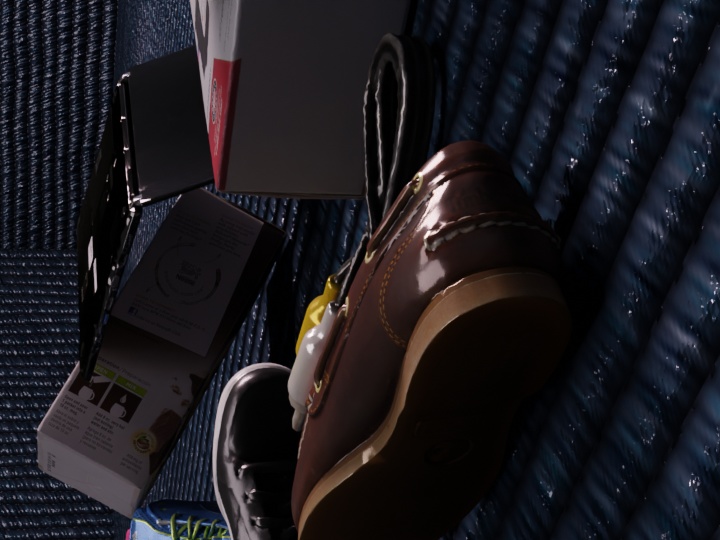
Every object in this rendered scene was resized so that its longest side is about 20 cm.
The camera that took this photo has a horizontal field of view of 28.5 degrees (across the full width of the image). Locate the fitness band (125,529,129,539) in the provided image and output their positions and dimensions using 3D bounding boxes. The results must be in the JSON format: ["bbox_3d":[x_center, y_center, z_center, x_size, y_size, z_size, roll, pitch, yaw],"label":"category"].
[{"bbox_3d":[-0.317,0.453,2.038,0.201,0.037,0.144,106,160,-52],"label":"fitness band"}]

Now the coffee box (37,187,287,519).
[{"bbox_3d":[-0.136,0.055,0.967,0.201,0.079,0.113,-62,1,-22],"label":"coffee box"}]

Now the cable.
[{"bbox_3d":[0.000,0.000,0.628,0.097,0.050,0.201,-111,23,-56],"label":"cable"}]

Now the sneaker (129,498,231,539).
[{"bbox_3d":[-0.094,0.188,0.914,0.200,0.104,0.076,170,99,-78],"label":"sneaker"}]

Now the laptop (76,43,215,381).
[{"bbox_3d":[-0.109,-0.053,0.906,0.178,0.103,0.201,-107,34,-55],"label":"laptop"}]

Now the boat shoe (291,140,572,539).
[{"bbox_3d":[0.019,0.039,0.507,0.200,0.070,0.071,118,144,-47],"label":"boat shoe"}]

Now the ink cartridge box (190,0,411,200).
[{"bbox_3d":[-0.038,-0.154,0.728,0.201,0.082,0.146,-105,20,-48],"label":"ink cartridge box"}]

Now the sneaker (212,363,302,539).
[{"bbox_3d":[-0.023,0.147,0.706,0.112,0.073,0.202,173,89,-74],"label":"sneaker"}]
